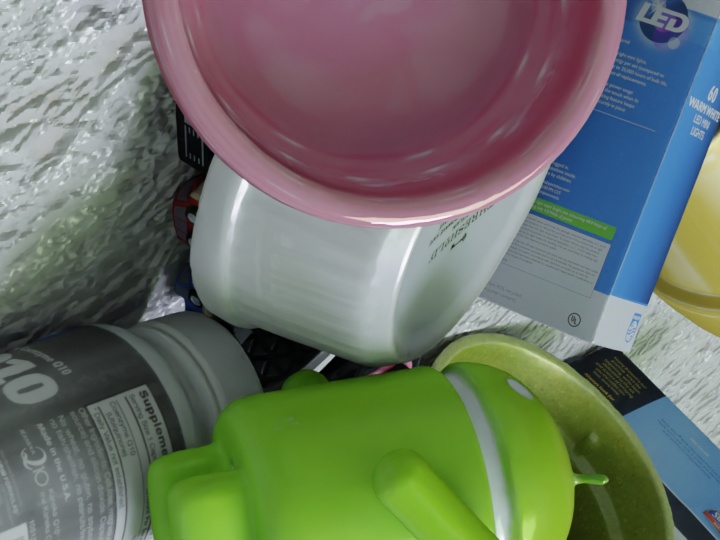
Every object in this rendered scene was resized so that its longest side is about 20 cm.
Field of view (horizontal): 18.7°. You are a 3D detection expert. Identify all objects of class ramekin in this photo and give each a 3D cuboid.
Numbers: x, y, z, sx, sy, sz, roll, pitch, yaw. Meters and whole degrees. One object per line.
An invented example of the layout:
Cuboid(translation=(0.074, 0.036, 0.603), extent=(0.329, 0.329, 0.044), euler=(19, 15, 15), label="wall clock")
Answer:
Cuboid(translation=(0.017, -0.048, 1.000), extent=(0.202, 0.094, 0.203), euler=(-52, 160, -27), label="ramekin")

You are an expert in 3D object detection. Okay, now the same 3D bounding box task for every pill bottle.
Cuboid(translation=(-0.146, 0.090, 1.019), extent=(0.200, 0.114, 0.114), euler=(-20, 147, -41), label="pill bottle")

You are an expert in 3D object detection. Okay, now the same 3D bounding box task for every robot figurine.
Cuboid(translation=(0.007, 0.106, 0.989), extent=(0.200, 0.175, 0.116), euler=(-9, 100, -16), label="robot figurine")

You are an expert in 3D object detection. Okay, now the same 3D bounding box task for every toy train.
Cuboid(translation=(-0.069, -0.024, 1.034), extent=(0.034, 0.046, 0.200), euler=(-50, 160, -31), label="toy train")

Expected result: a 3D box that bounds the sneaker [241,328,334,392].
Cuboid(translation=(0.000, 0.000, 1.144), extent=(0.200, 0.072, 0.083), euler=(-45, 157, 4), label="sneaker")

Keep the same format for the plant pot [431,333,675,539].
Cuboid(translation=(0.070, 0.175, 1.420), extent=(0.200, 0.201, 0.184), euler=(-10, 151, -50), label="plant pot")

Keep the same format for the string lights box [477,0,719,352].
Cuboid(translation=(0.118, -0.071, 1.090), extent=(0.059, 0.103, 0.200), euler=(15, 97, -62), label="string lights box")

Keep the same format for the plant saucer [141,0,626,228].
Cuboid(translation=(0.007, -0.118, 0.872), extent=(0.200, 0.201, 0.051), euler=(-37, -166, -12), label="plant saucer")

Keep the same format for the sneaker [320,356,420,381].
Cuboid(translation=(0.003, 0.065, 1.162), extent=(0.095, 0.079, 0.200), euler=(-23, -160, 36), label="sneaker")

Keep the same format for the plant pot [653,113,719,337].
Cuboid(translation=(0.205, -0.078, 1.202), extent=(0.201, 0.201, 0.189), euler=(-48, 141, 10), label="plant pot")

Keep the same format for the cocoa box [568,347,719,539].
Cuboid(translation=(0.181, 0.177, 1.545), extent=(0.131, 0.200, 0.134), euler=(-21, 148, -40), label="cocoa box")
